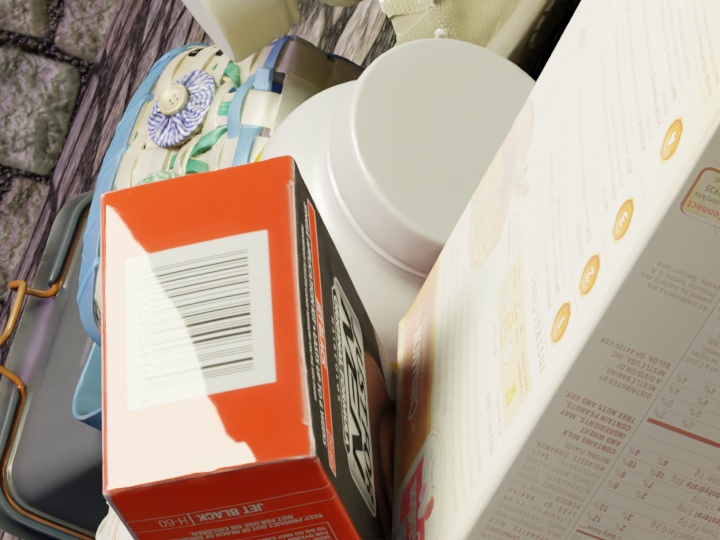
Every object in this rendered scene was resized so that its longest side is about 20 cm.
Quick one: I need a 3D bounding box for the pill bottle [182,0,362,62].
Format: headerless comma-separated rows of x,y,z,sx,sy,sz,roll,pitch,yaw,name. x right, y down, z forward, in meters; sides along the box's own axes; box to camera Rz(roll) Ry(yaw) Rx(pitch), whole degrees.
0.002,-0.181,1.047,0.200,0.114,0.114,-36,12,-3,pill bottle

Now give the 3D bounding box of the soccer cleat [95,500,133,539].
-0.075,0.098,1.038,0.069,0.085,0.201,-41,55,54,soccer cleat

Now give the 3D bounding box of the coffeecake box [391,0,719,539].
0.081,-0.003,0.705,0.154,0.073,0.200,-87,22,-56,coffeecake box

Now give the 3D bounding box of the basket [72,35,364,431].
-0.060,-0.021,1.185,0.200,0.139,0.177,-27,44,58,basket

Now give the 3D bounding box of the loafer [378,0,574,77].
0.046,-0.110,1.002,0.200,0.068,0.076,-62,-9,32,loafer

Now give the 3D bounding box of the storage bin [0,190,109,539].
-0.108,0.042,1.332,0.134,0.145,0.200,-26,43,58,storage bin

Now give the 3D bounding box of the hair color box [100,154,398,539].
-0.018,0.066,0.763,0.200,0.061,0.102,66,-164,-55,hair color box

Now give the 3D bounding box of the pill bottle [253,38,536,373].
0.000,0.000,0.959,0.200,0.112,0.113,130,158,-55,pill bottle
